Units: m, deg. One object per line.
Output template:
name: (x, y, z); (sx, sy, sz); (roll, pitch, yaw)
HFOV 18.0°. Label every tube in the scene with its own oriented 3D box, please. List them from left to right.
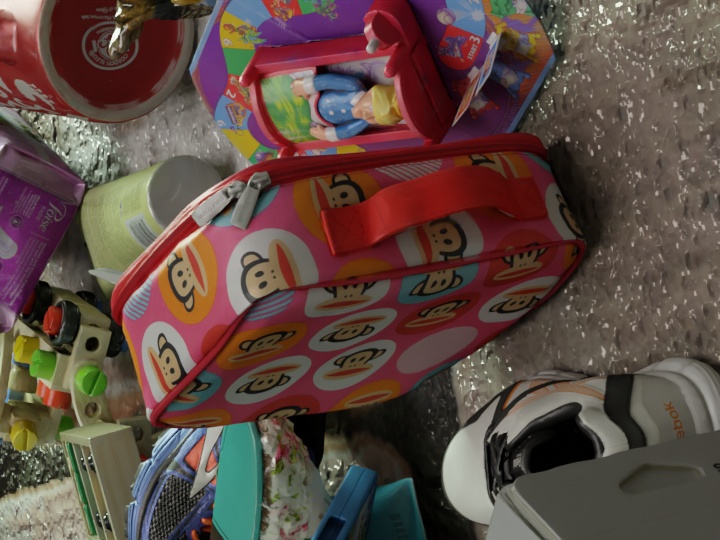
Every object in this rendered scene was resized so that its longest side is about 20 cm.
tube: (-0.140, -0.031, 1.410); (0.200, 0.052, 0.058); (-20, 49, 64)
tube: (-0.019, 0.157, 1.260); (0.199, 0.050, 0.078); (-12, 100, 53)

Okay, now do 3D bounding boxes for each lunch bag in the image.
lunch bag: (0.000, 0.000, 1.041); (0.176, 0.199, 0.082); (-43, 62, 50)

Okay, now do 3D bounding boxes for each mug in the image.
mug: (-0.213, -0.144, 1.395); (0.199, 0.177, 0.134); (18, 141, 51)

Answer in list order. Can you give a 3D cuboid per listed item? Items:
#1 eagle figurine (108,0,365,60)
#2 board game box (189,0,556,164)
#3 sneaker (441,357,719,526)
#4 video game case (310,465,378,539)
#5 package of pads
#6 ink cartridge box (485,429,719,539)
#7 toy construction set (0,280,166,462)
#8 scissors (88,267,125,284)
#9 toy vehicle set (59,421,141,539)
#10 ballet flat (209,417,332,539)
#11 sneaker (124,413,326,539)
eagle figurine: (-0.043, -0.158, 1.174); (0.199, 0.152, 0.152); (-2, 141, 25)
board game box: (-0.005, -0.086, 1.088); (0.157, 0.039, 0.200); (30, 136, 0)
sneaker: (0.084, 0.081, 1.039); (0.200, 0.080, 0.074); (-27, 76, 59)
video game case: (-0.035, 0.206, 1.131); (0.018, 0.200, 0.144); (15, 118, 10)
package of pads: (-0.261, -0.048, 1.513); (0.121, 0.075, 0.200); (-61, 30, 6)
ink cartridge box: (0.114, 0.178, 0.947); (0.083, 0.146, 0.201); (43, 132, 44)
toy construction set: (-0.195, 0.080, 1.475); (0.199, 0.092, 0.132); (22, 98, 49)
scissors: (-0.068, 0.029, 1.232); (0.199, 0.014, 0.074); (-1, 76, 25)
toy vehicle set: (-0.131, 0.190, 1.344); (0.124, 0.026, 0.202); (168, 87, -75)
ballet flat: (-0.047, 0.145, 1.207); (0.076, 0.063, 0.201); (-125, 37, -46)
sneaker: (-0.066, 0.105, 1.251); (0.078, 0.075, 0.201); (30, 101, 42)
